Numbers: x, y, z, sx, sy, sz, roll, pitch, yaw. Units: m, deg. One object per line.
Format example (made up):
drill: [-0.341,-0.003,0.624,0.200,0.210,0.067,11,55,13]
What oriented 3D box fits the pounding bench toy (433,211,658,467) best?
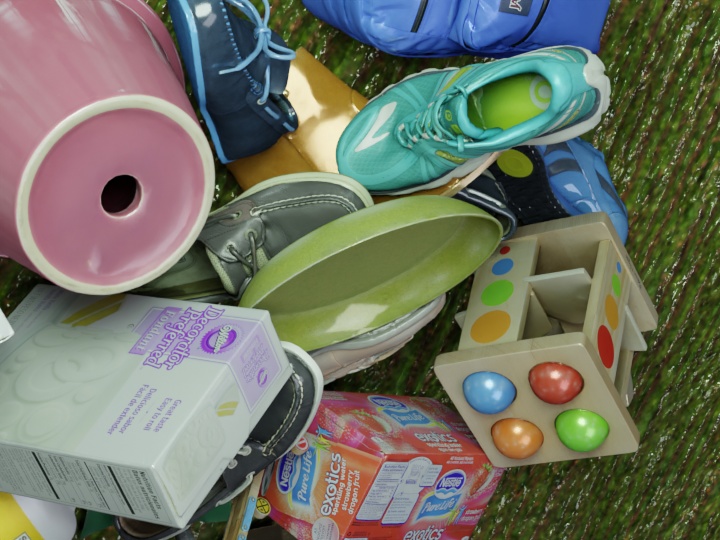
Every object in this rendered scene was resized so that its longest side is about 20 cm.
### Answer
pounding bench toy: [0.161,0.087,1.391,0.124,0.157,0.200,-11,132,27]

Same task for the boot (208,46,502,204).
boot: [0.005,-0.101,1.236,0.201,0.071,0.144,-36,98,5]

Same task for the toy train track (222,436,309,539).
toy train track: [-0.074,0.174,1.254,0.032,0.201,0.115,34,132,-19]

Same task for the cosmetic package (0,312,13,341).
cosmetic package: [-0.266,0.032,1.090,0.082,0.200,0.051,-29,99,-12]

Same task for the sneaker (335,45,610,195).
sneaker: [0.063,-0.102,1.150,0.080,0.199,0.078,-16,87,-61]

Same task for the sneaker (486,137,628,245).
sneaker: [0.147,-0.085,1.391,0.200,0.066,0.079,47,52,-31]

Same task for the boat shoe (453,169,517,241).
boat shoe: [0.023,-0.047,1.315,0.199,0.062,0.075,7,117,-27]

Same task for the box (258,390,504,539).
box: [0.019,0.160,1.379,0.200,0.095,0.100,9,111,-56]

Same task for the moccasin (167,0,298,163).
moccasin: [-0.078,-0.137,1.125,0.068,0.081,0.200,-18,164,-2]

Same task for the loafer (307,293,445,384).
loafer: [-0.025,0.052,1.333,0.199,0.072,0.063,-24,146,5]

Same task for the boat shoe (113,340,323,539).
boat shoe: [-0.102,0.122,1.214,0.074,0.060,0.200,49,123,-3]

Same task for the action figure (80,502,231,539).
action figure: [-0.155,0.112,1.303,0.117,0.055,0.201,-8,115,-14]

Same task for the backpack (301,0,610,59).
backpack: [0.069,-0.222,1.189,0.199,0.168,0.164,3,107,-32]

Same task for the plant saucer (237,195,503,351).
plant saucer: [0.000,0.000,1.196,0.199,0.031,0.200,-22,163,-7]

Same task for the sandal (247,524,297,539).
sandal: [-0.024,0.246,1.469,0.210,0.078,0.070,-1,147,-25]

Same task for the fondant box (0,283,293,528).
fondant box: [-0.164,0.082,1.138,0.145,0.199,0.058,-55,139,-39]

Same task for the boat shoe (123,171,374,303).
boat shoe: [-0.085,-0.010,1.206,0.200,0.066,0.072,-13,124,21]

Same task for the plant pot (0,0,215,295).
plant pot: [-0.183,-0.081,1.097,0.199,0.179,0.201,-15,122,-25]

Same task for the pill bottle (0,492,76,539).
pill bottle: [-0.267,0.168,1.223,0.199,0.111,0.112,-35,129,-10]
